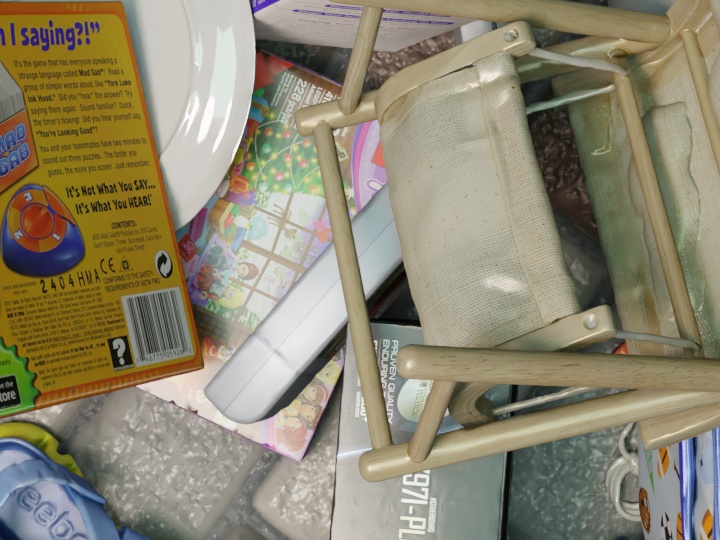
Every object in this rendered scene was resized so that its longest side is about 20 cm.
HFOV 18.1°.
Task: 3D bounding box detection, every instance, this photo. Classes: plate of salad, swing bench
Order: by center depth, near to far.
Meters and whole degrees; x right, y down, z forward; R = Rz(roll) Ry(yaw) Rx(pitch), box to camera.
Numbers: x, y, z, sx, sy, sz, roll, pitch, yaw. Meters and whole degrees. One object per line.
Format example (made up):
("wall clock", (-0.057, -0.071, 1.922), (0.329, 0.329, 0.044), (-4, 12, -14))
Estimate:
("swing bench", (0.087, -0.027, 1.035), (0.198, 0.130, 0.200), (-5, 64, -12))
("plate of salad", (-0.128, -0.109, 1.236), (0.199, 0.048, 0.202), (-1, 88, 38))

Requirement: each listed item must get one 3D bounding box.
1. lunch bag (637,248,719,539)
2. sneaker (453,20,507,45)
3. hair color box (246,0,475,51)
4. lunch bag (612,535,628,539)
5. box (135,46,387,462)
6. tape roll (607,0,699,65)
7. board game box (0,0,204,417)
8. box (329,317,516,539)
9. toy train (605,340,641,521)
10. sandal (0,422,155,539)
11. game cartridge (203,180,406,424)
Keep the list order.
("lunch bag", (0.184, 0.071, 1.133), (0.075, 0.160, 0.202), (-4, 94, -3))
("sneaker", (0.082, -0.191, 1.240), (0.070, 0.073, 0.202), (-2, 91, 1))
("hair color box", (0.004, -0.159, 1.166), (0.109, 0.200, 0.065), (3, 88, -19))
("lunch bag", (0.077, 0.230, 1.195), (0.199, 0.151, 0.095), (-27, 88, 2))
("box", (-0.053, -0.013, 1.260), (0.136, 0.039, 0.201), (24, 90, 2))
("tape roll", (0.227, -0.135, 1.169), (0.199, 0.200, 0.067), (0, 91, 3))
("board game box", (-0.233, -0.016, 1.155), (0.199, 0.200, 0.201), (-13, 88, 32))
("box", (0.036, 0.109, 1.174), (0.085, 0.200, 0.165), (4, 89, 4))
("toy train", (0.233, 0.080, 1.237), (0.198, 0.056, 0.151), (-3, 89, 2))
("sandal", (-0.144, 0.164, 1.240), (0.200, 0.087, 0.080), (37, 89, 1))
("game cartridge", (0.000, 0.000, 1.172), (0.041, 0.133, 0.200), (42, 91, 7))
